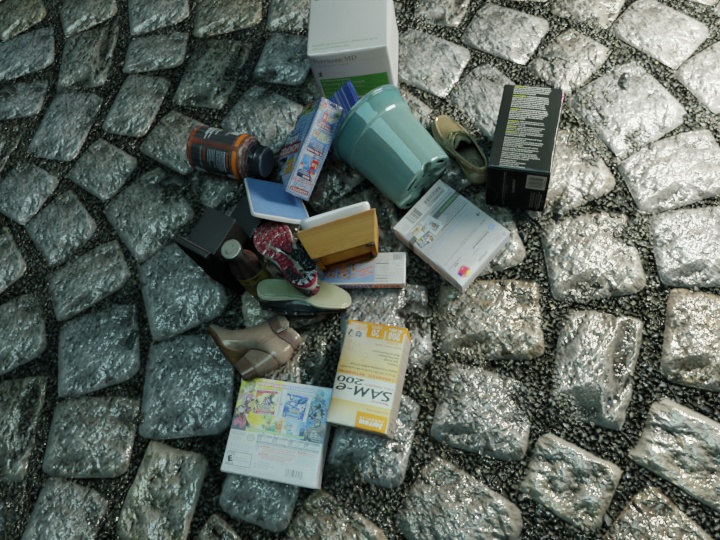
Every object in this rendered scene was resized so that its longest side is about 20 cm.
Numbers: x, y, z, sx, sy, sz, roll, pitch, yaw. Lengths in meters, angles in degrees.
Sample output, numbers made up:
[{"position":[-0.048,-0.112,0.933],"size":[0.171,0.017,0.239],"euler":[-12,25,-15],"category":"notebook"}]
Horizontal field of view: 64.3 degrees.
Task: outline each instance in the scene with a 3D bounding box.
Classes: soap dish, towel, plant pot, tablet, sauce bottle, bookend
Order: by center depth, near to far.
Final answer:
[{"position":[-0.036,-0.061,1.144],"size":[0.154,0.200,0.083],"euler":[-16,82,1],"category":"soap dish"},{"position":[-0.231,-0.001,1.174],"size":[0.064,0.201,0.068],"euler":[-5,67,11],"category":"sauce bottle"},{"position":[-0.269,-0.085,1.218],"size":[0.091,0.201,0.201],"euler":[24,74,20],"category":"bookend"},{"position":[0.075,-0.254,1.234],"size":[0.200,0.201,0.196],"euler":[-41,74,-8],"category":"plant pot"},{"position":[-0.184,-0.152,1.246],"size":[0.127,0.014,0.201],"euler":[8,28,-21],"category":"tablet"},{"position":[-0.076,-0.335,1.338],"size":[0.198,0.024,0.147],"euler":[-35,58,23],"category":"towel"}]

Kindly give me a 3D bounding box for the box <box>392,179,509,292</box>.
[{"position":[0.190,-0.077,1.208],"size":[0.199,0.041,0.156],"euler":[40,80,24],"category":"box"}]

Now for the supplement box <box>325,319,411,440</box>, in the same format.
[{"position":[0.019,0.208,1.103],"size":[0.123,0.074,0.204],"euler":[7,69,15],"category":"supplement box"}]

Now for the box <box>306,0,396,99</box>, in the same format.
[{"position":[-0.013,-0.545,1.376],"size":[0.194,0.172,0.205],"euler":[-3,66,10],"category":"box"}]

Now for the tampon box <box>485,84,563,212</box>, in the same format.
[{"position":[0.340,-0.253,1.191],"size":[0.123,0.150,0.204],"euler":[11,70,16],"category":"tampon box"}]

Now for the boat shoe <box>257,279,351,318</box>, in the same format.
[{"position":[-0.119,0.068,1.194],"size":[0.194,0.067,0.075],"euler":[3,42,-12],"category":"boat shoe"}]

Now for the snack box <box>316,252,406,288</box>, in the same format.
[{"position":[0.000,0.000,1.223],"size":[0.195,0.024,0.074],"euler":[-1,66,11],"category":"snack box"}]

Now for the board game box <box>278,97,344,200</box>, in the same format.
[{"position":[-0.130,-0.257,1.263],"size":[0.061,0.199,0.204],"euler":[20,83,-28],"category":"board game box"}]

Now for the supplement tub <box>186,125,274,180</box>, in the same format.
[{"position":[-0.306,-0.274,1.358],"size":[0.196,0.107,0.109],"euler":[15,71,17],"category":"supplement tub"}]

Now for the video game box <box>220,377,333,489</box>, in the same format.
[{"position":[-0.157,0.311,1.111],"size":[0.195,0.047,0.186],"euler":[5,70,14],"category":"video game box"}]

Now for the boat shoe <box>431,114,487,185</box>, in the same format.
[{"position":[0.224,-0.283,1.275],"size":[0.071,0.065,0.202],"euler":[-29,65,-2],"category":"boat shoe"}]

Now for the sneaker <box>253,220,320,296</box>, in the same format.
[{"position":[-0.153,-0.024,1.174],"size":[0.080,0.075,0.201],"euler":[-34,60,-8],"category":"sneaker"}]

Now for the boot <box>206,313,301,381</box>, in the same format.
[{"position":[-0.217,0.138,1.190],"size":[0.145,0.071,0.199],"euler":[-36,51,-18],"category":"boot"}]
